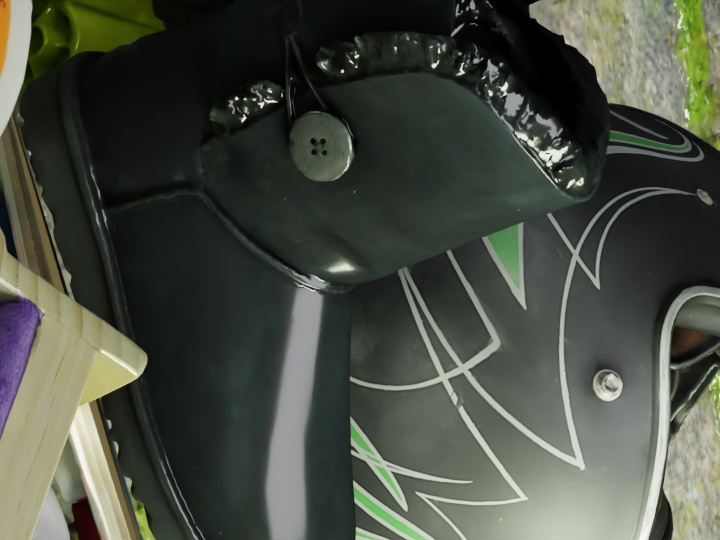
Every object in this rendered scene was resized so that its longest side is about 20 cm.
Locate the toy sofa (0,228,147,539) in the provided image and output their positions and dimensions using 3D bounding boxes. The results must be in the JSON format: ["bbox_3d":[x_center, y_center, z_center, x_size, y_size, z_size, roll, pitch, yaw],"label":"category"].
[{"bbox_3d":[-0.133,0.082,0.662,0.097,0.083,0.201,37,50,-27],"label":"toy sofa"}]

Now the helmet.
[{"bbox_3d":[0.044,0.034,0.970,0.190,0.199,0.202,-22,110,-45],"label":"helmet"}]

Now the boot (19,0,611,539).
[{"bbox_3d":[0.000,0.000,0.834,0.076,0.167,0.201,-19,89,-60],"label":"boot"}]

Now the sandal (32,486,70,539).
[{"bbox_3d":[-0.167,0.042,0.774,0.206,0.059,0.079,40,82,-16],"label":"sandal"}]

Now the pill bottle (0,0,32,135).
[{"bbox_3d":[-0.188,-0.081,0.712,0.199,0.114,0.115,17,78,-54],"label":"pill bottle"}]

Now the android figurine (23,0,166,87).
[{"bbox_3d":[-0.073,-0.141,0.932,0.199,0.041,0.184,17,78,-51],"label":"android figurine"}]

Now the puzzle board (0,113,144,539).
[{"bbox_3d":[-0.084,0.057,0.852,0.151,0.017,0.201,-114,-171,-56],"label":"puzzle board"}]

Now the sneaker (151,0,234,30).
[{"bbox_3d":[-0.005,-0.134,0.884,0.078,0.075,0.201,-25,141,-54],"label":"sneaker"}]
